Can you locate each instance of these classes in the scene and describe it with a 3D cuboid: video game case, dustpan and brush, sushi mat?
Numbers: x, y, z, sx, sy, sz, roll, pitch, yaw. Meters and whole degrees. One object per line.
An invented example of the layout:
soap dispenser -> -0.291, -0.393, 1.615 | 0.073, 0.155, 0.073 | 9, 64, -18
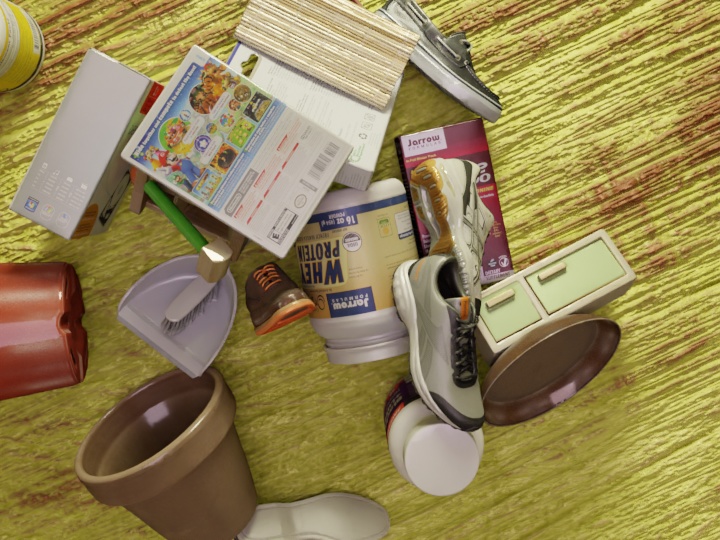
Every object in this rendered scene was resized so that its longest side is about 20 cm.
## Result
video game case -> -0.128, -0.124, 0.911 | 0.200, 0.018, 0.143 | 32, 84, -3
dustpan and brush -> -0.190, 0.014, 1.072 | 0.139, 0.057, 0.200 | 35, 65, 10
sushi mat -> -0.040, -0.269, 0.994 | 0.200, 0.012, 0.096 | 26, 99, 2

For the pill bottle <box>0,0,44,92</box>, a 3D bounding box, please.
pill bottle -> -0.440, -0.264, 0.971 | 0.111, 0.200, 0.112 | 0, 95, -1

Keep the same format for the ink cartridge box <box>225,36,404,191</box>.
ink cartridge box -> -0.062, -0.197, 1.004 | 0.200, 0.200, 0.041 | 20, 138, -3

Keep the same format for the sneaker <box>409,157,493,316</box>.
sneaker -> 0.123, -0.034, 1.004 | 0.088, 0.076, 0.200 | -13, 96, -33

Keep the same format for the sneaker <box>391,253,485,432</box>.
sneaker -> 0.095, 0.076, 0.936 | 0.079, 0.074, 0.200 | -27, 75, 41

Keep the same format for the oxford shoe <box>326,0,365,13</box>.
oxford shoe -> -0.043, -0.334, 1.034 | 0.200, 0.075, 0.070 | 45, 124, -9

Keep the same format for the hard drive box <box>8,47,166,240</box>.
hard drive box -> -0.306, -0.144, 1.010 | 0.077, 0.156, 0.200 | 27, 95, -4

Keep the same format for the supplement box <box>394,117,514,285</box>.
supplement box -> 0.116, -0.079, 1.073 | 0.109, 0.061, 0.200 | -13, 96, -1

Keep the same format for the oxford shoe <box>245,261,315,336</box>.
oxford shoe -> -0.106, 0.030, 1.011 | 0.071, 0.200, 0.073 | -24, 94, -17

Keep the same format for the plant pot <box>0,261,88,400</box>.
plant pot -> -0.433, 0.072, 1.021 | 0.195, 0.201, 0.201 | -6, 96, -9

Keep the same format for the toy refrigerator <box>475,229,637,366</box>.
toy refrigerator -> 0.227, 0.032, 1.056 | 0.200, 0.070, 0.076 | -26, 70, -7

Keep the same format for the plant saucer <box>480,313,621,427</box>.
plant saucer -> 0.225, 0.117, 1.055 | 0.200, 0.200, 0.032 | -35, 55, 2

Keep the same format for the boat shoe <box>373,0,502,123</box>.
boat shoe -> 0.103, -0.261, 1.047 | 0.200, 0.072, 0.071 | 40, 98, -3

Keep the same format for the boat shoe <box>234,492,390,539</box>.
boat shoe -> -0.063, 0.336, 1.113 | 0.200, 0.074, 0.060 | -3, 138, -17

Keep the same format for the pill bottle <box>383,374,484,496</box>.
pill bottle -> 0.086, 0.194, 1.031 | 0.111, 0.200, 0.112 | 0, 96, -1

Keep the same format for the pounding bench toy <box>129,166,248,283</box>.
pounding bench toy -> -0.189, -0.095, 0.980 | 0.156, 0.200, 0.124 | 25, 136, -4

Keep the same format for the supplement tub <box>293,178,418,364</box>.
supplement tub -> 0.000, 0.000, 1.037 | 0.144, 0.144, 0.200 | -12, 96, 0

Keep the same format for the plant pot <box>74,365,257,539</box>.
plant pot -> -0.214, 0.242, 1.053 | 0.200, 0.200, 0.175 | -28, 115, 2
